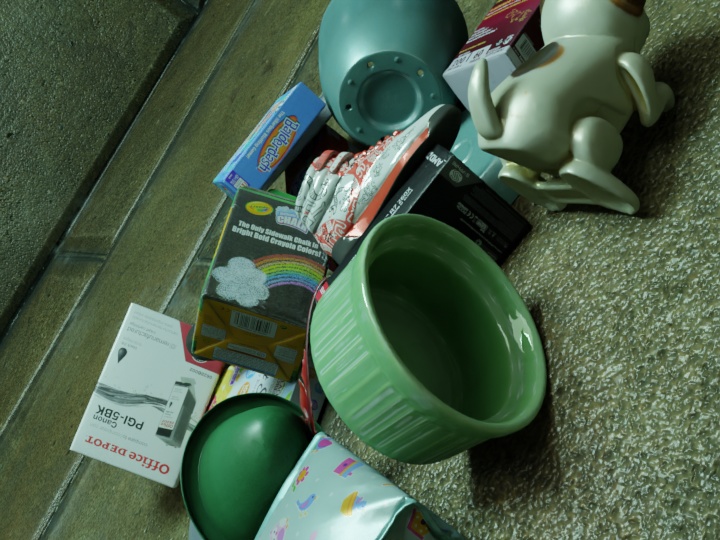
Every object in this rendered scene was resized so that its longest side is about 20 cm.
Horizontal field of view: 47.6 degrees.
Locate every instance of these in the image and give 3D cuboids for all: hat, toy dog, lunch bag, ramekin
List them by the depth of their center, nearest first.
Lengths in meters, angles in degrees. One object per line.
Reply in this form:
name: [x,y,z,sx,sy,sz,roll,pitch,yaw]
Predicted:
lunch bag: [-0.022,0.263,0.668,0.201,0.122,0.170,-55,28,-11]
ramekin: [0.053,0.062,0.688,0.098,0.198,0.202,-42,30,38]
hat: [-0.064,0.157,0.728,0.165,0.201,0.176,-30,-9,-37]
toy dog: [0.188,-0.175,0.735,0.202,0.192,0.139,-66,17,-7]

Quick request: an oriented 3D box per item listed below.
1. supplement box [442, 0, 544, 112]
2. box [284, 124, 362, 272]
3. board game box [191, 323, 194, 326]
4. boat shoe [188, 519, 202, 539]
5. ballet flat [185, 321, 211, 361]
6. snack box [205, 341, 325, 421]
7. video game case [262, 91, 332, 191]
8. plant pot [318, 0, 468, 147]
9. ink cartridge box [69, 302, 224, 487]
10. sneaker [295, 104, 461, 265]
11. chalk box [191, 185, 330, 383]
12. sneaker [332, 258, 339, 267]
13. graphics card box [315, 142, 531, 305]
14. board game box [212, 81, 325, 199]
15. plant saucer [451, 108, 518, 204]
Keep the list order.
supplement box: [0.190,-0.279,0.932,0.108,0.061,0.201,-5,45,56]
box: [-0.034,-0.095,1.085,0.095,0.099,0.201,-45,30,22]
board game box: [-0.309,0.151,1.203,0.199,0.037,0.151,-38,2,-23]
boat shoe: [-0.142,0.269,0.905,0.074,0.067,0.202,53,131,50]
ballet flat: [-0.123,0.051,1.007,0.198,0.069,0.068,-23,-9,-14]
snack box: [-0.118,0.158,1.000,0.199,0.053,0.144,-16,48,51]
video game case: [-0.092,-0.189,1.176,0.200,0.022,0.183,-45,14,25]
plant pot: [0.039,-0.243,1.005,0.200,0.200,0.162,-39,27,28]
ink cartridge box: [-0.271,0.166,1.074,0.083,0.145,0.203,136,154,-75]
sneaker: [0.010,-0.109,0.846,0.108,0.067,0.202,44,108,26]
chalk box: [-0.101,-0.002,0.923,0.125,0.123,0.202,114,171,-52]
sneaker: [0.000,0.000,0.932,0.083,0.075,0.202,15,56,14]
graphics card box: [0.062,-0.009,0.817,0.201,0.125,0.051,-51,27,9]
board game box: [-0.123,-0.160,1.053,0.153,0.045,0.200,-53,15,-3]
plant saucer: [0.124,-0.125,0.937,0.199,0.036,0.202,-39,32,30]
